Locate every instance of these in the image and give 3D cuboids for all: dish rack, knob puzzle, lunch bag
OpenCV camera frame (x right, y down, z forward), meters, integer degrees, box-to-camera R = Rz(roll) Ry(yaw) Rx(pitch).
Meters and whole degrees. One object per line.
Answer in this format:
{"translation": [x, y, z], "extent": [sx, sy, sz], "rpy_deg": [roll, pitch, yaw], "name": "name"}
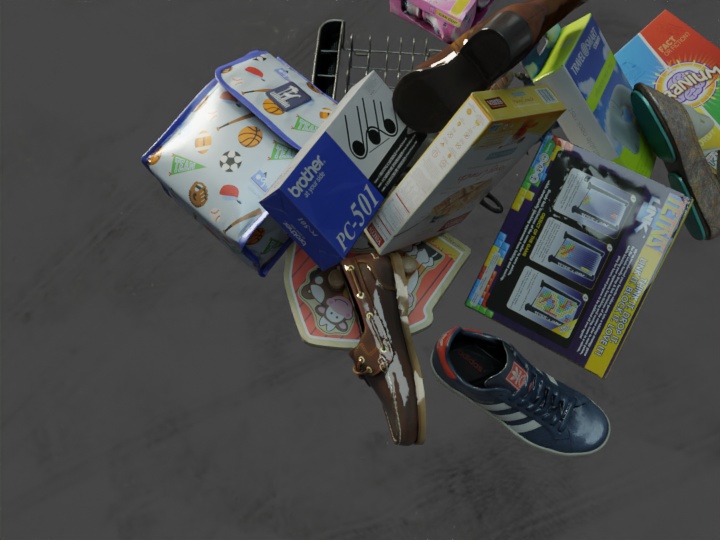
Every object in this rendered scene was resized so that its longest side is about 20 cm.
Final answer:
{"translation": [0.040, -0.225, 0.990], "extent": [0.195, 0.055, 0.157], "rpy_deg": [4, 66, 2], "name": "dish rack"}
{"translation": [0.000, 0.000, 0.899], "extent": [0.214, 0.031, 0.225], "rpy_deg": [0, 65, 0], "name": "knob puzzle"}
{"translation": [-0.112, -0.132, 0.899], "extent": [0.169, 0.124, 0.201], "rpy_deg": [39, 80, 16], "name": "lunch bag"}

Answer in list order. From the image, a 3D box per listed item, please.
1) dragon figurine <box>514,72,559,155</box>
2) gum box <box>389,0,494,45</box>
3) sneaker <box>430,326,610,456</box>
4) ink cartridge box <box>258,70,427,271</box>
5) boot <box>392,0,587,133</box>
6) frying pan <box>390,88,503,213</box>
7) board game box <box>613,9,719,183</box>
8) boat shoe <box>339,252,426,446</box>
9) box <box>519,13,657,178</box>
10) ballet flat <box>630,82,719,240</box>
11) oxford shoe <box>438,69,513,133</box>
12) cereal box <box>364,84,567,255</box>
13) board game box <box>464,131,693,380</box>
{"translation": [0.214, -0.169, 0.944], "extent": [0.058, 0.198, 0.102], "rpy_deg": [15, 96, 39], "name": "dragon figurine"}
{"translation": [0.130, -0.396, 1.050], "extent": [0.112, 0.066, 0.202], "rpy_deg": [31, 77, 15], "name": "gum box"}
{"translation": [0.161, 0.119, 0.812], "extent": [0.197, 0.085, 0.076], "rpy_deg": [24, 67, 11], "name": "sneaker"}
{"translation": [-0.012, -0.105, 0.820], "extent": [0.094, 0.044, 0.201], "rpy_deg": [46, 53, -16], "name": "ink cartridge box"}
{"translation": [0.138, -0.233, 0.822], "extent": [0.069, 0.188, 0.200], "rpy_deg": [48, 55, -2], "name": "boot"}
{"translation": [0.073, -0.122, 0.931], "extent": [0.114, 0.031, 0.192], "rpy_deg": [-32, 88, -4], "name": "frying pan"}
{"translation": [0.398, -0.208, 0.986], "extent": [0.152, 0.041, 0.200], "rpy_deg": [-40, 71, -17], "name": "board game box"}
{"translation": [0.020, 0.081, 0.829], "extent": [0.069, 0.071, 0.204], "rpy_deg": [-4, 69, -16], "name": "boat shoe"}
{"translation": [0.260, -0.185, 0.896], "extent": [0.201, 0.047, 0.123], "rpy_deg": [52, 47, -20], "name": "box"}
{"translation": [0.363, -0.130, 0.892], "extent": [0.066, 0.068, 0.202], "rpy_deg": [-31, 110, 2], "name": "ballet flat"}
{"translation": [0.134, -0.213, 0.928], "extent": [0.070, 0.074, 0.202], "rpy_deg": [42, 44, -24], "name": "oxford shoe"}
{"translation": [0.104, -0.102, 0.825], "extent": [0.142, 0.201, 0.040], "rpy_deg": [-20, 67, -45], "name": "cereal box"}
{"translation": [0.225, -0.016, 0.845], "extent": [0.163, 0.057, 0.203], "rpy_deg": [28, 94, 15], "name": "board game box"}
